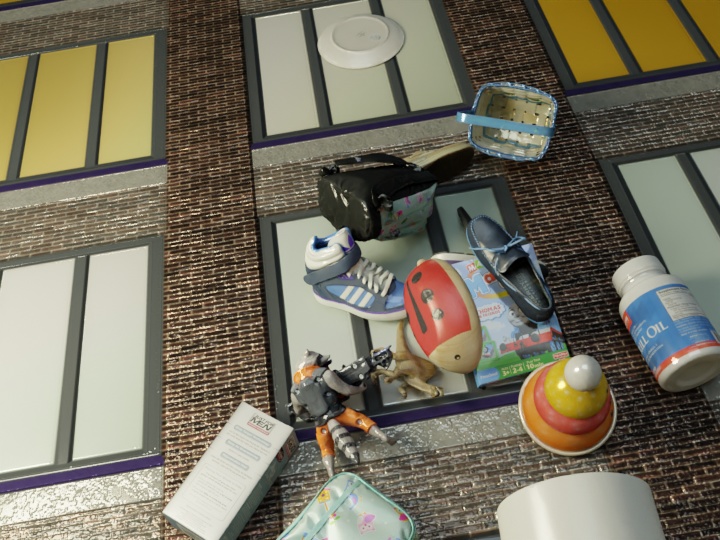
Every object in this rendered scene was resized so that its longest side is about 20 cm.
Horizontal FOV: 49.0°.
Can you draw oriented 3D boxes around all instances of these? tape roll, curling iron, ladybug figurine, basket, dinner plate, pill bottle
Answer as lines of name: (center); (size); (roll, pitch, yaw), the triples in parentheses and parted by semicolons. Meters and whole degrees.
tape roll: (0.281, 0.358, 0.988); (0.202, 0.203, 0.140); (-6, 52, 2)
curling iron: (0.206, -0.071, 1.388); (0.049, 0.026, 0.200); (-12, 24, -8)
ladybug figurine: (0.122, 0.070, 1.244); (0.072, 0.136, 0.200); (-6, 58, -29)
basket: (0.279, -0.279, 1.478); (0.176, 0.140, 0.200); (14, 21, 13)
dinner plate: (-0.001, -0.533, 1.809); (0.199, 0.024, 0.201); (-3, 54, 4)
pill bottle: (0.474, 0.078, 1.234); (0.112, 0.112, 0.200); (-15, 52, -5)

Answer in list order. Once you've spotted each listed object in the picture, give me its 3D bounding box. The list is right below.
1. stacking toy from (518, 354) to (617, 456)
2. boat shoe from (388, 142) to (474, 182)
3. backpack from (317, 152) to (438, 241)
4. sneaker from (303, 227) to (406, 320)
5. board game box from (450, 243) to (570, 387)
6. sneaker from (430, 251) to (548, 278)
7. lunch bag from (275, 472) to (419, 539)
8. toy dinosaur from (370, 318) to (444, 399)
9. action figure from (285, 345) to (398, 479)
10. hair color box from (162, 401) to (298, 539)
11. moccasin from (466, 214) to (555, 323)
stacking toy: (0.305, 0.173, 1.118); (0.146, 0.200, 0.147); (-2, 66, 5)
boat shoe: (0.121, -0.204, 1.516); (0.199, 0.072, 0.065); (-25, 55, -6)
backpack: (0.039, -0.125, 1.396); (0.200, 0.127, 0.167); (-19, 45, -38)
sneaker: (0.000, 0.000, 1.317); (0.199, 0.147, 0.081); (10, 43, 19)
board game box: (0.232, 0.070, 1.270); (0.151, 0.037, 0.201); (-15, 73, -2)
sneaker: (0.218, 0.022, 1.345); (0.199, 0.076, 0.088); (1, 73, 8)
lunch bag: (-0.031, 0.387, 1.079); (0.160, 0.077, 0.200); (33, 63, 27)
toy dinosaur: (0.068, 0.151, 1.273); (0.101, 0.058, 0.200); (-5, 38, -19)
action figure: (-0.027, 0.193, 1.184); (0.200, 0.105, 0.194); (-40, 72, 11)
hair color box: (-0.188, 0.305, 1.170); (0.099, 0.061, 0.200); (23, 59, 22)
moccasin: (0.244, -0.013, 1.239); (0.080, 0.068, 0.200); (-37, 75, -9)
